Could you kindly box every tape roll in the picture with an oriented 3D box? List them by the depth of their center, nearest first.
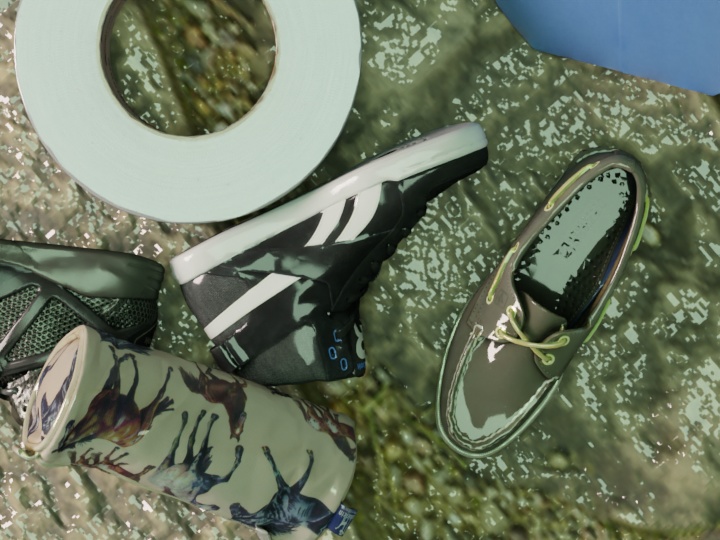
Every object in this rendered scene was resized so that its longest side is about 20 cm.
[{"bbox_3d":[-0.098,-0.127,1.652,0.199,0.066,0.201,0,93,0],"label":"tape roll"}]

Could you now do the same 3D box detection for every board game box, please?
[{"bbox_3d":[0.155,-0.188,1.621,0.199,0.039,0.159,17,132,29],"label":"board game box"}]

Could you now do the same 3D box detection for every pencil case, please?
[{"bbox_3d":[-0.097,0.097,1.618,0.199,0.078,0.090,21,76,-26],"label":"pencil case"}]

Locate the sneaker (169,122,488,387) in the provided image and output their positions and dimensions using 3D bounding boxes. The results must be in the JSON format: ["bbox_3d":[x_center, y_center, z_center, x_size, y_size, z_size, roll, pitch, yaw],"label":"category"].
[{"bbox_3d":[0.000,0.000,1.659,0.199,0.073,0.112,-25,95,9],"label":"sneaker"}]

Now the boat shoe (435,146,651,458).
[{"bbox_3d":[0.104,0.018,1.659,0.072,0.060,0.202,30,92,-1],"label":"boat shoe"}]

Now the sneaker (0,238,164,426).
[{"bbox_3d":[-0.218,0.037,1.652,0.198,0.076,0.115,8,86,-6],"label":"sneaker"}]
